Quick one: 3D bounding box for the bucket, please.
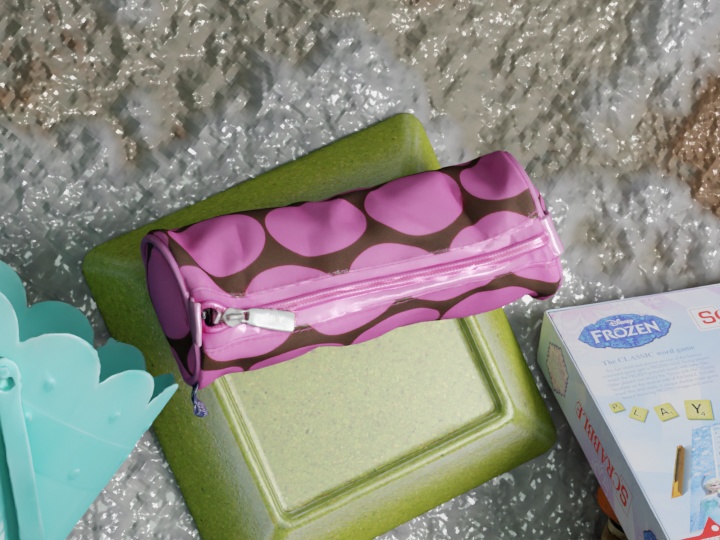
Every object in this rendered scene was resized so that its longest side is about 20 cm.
[{"bbox_3d":[-0.197,0.057,0.833,0.207,0.207,0.135,33,88,-10],"label":"bucket"}]

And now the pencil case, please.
[{"bbox_3d":[0.000,0.000,0.888,0.200,0.094,0.091,-16,91,-16],"label":"pencil case"}]

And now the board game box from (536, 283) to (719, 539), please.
[{"bbox_3d":[0.218,0.086,0.950,0.200,0.041,0.200,-8,44,-15],"label":"board game box"}]

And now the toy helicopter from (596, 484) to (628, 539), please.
[{"bbox_3d":[0.216,0.164,0.973,0.200,0.132,0.079,1,116,-31],"label":"toy helicopter"}]

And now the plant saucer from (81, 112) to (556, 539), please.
[{"bbox_3d":[-0.013,0.042,0.955,0.200,0.048,0.200,-25,93,-14],"label":"plant saucer"}]
